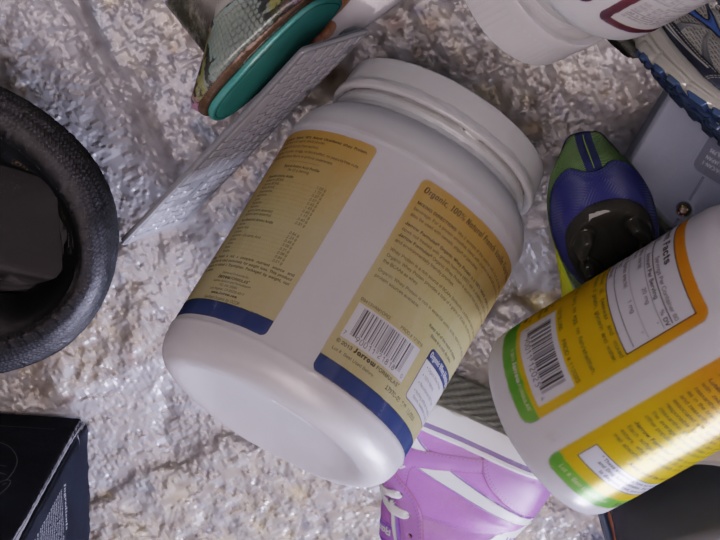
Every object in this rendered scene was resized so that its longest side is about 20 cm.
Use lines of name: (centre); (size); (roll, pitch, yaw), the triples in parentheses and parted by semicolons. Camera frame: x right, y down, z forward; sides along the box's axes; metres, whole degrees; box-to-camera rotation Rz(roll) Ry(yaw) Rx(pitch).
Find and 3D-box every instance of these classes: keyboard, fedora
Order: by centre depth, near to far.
keyboard: (-0.067, -0.073, 1.340); (0.011, 0.056, 0.200); (52, 132, 6)
fedora: (-0.232, -0.038, 1.390); (0.200, 0.092, 0.201); (2, 110, 7)

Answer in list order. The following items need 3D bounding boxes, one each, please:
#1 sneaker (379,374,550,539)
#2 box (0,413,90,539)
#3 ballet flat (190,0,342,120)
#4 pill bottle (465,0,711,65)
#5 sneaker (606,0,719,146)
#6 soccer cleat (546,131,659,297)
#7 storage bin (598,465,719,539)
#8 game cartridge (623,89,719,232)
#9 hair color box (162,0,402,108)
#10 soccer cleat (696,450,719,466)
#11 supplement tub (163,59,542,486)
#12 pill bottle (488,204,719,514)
sneaker: (0.014, 0.106, 1.425); (0.200, 0.073, 0.114); (29, 114, -4)
box: (-0.278, 0.171, 1.417); (0.200, 0.197, 0.124); (3, 111, 6)
ballet flat: (-0.025, -0.166, 1.274); (0.200, 0.069, 0.071); (-39, 83, 14)
pill bottle: (0.146, -0.180, 1.185); (0.200, 0.110, 0.110); (-25, 107, 43)
sneaker: (0.184, -0.133, 1.274); (0.085, 0.077, 0.200); (-44, 60, 5)
soccer cleat: (0.139, -0.001, 1.351); (0.065, 0.084, 0.200); (-12, 145, 0)
storage bin: (0.200, 0.197, 1.399); (0.145, 0.134, 0.200); (-14, 107, 12)
game cartridge: (0.250, -0.044, 1.336); (0.200, 0.040, 0.133); (32, 86, -4)
hair color box: (-0.010, -0.188, 1.325); (0.200, 0.061, 0.099); (-35, 102, 18)
soccer cleat: (0.192, 0.082, 1.342); (0.200, 0.078, 0.069); (-14, 114, 32)
supplement tub: (0.000, 0.000, 1.305); (0.144, 0.144, 0.200); (33, 73, -5)
pill bottle: (0.175, 0.035, 1.242); (0.200, 0.111, 0.111); (-33, 103, 26)
